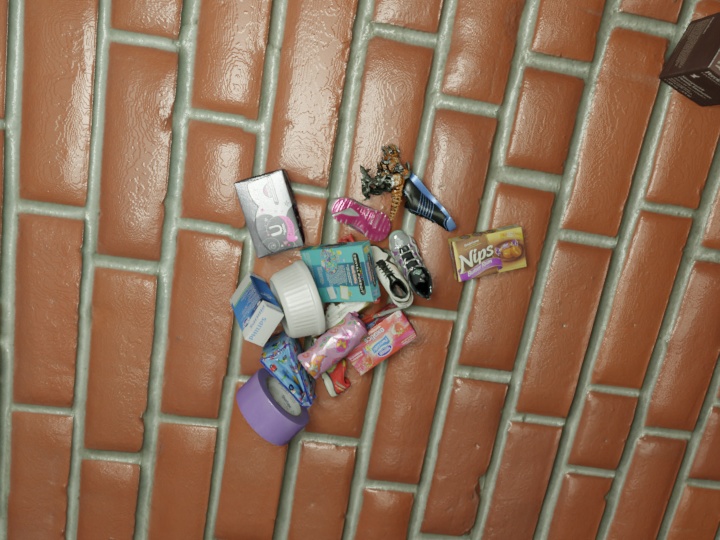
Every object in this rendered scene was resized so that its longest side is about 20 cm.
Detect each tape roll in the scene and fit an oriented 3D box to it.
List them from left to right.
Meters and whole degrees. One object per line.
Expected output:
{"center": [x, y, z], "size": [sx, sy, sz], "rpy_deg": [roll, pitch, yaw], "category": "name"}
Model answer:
{"center": [-0.238, 0.371, 1.441], "size": [0.085, 0.200, 0.200], "rpy_deg": [-42, 103, 7], "category": "tape roll"}

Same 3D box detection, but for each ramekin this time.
{"center": [-0.168, 0.083, 1.372], "size": [0.093, 0.202, 0.204], "rpy_deg": [-19, 104, -16], "category": "ramekin"}

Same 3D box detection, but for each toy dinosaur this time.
{"center": [0.067, -0.234, 1.360], "size": [0.134, 0.202, 0.103], "rpy_deg": [-5, 142, 0], "category": "toy dinosaur"}

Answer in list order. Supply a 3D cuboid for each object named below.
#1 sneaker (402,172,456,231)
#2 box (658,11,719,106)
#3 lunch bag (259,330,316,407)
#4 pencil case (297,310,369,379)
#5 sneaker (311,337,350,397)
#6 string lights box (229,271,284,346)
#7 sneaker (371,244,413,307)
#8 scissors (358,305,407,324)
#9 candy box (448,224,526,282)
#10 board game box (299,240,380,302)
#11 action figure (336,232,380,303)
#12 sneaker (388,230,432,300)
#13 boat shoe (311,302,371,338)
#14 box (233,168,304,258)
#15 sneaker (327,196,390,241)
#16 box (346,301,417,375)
{"center": [0.172, -0.170, 1.421], "size": [0.078, 0.070, 0.200], "rpy_deg": [-42, 96, 8], "category": "sneaker"}
{"center": [0.915, -0.534, 1.328], "size": [0.165, 0.200, 0.165], "rpy_deg": [27, 100, -10], "category": "box"}
{"center": [-0.183, 0.278, 1.449], "size": [0.093, 0.151, 0.201], "rpy_deg": [-29, 104, 3], "category": "lunch bag"}
{"center": [-0.070, 0.196, 1.394], "size": [0.200, 0.087, 0.088], "rpy_deg": [-41, 103, 0], "category": "pencil case"}
{"center": [-0.082, 0.264, 1.498], "size": [0.084, 0.077, 0.202], "rpy_deg": [-23, 118, -6], "category": "sneaker"}
{"center": [-0.275, 0.096, 1.372], "size": [0.059, 0.200, 0.103], "rpy_deg": [29, 101, -35], "category": "string lights box"}
{"center": [0.077, 0.007, 1.419], "size": [0.073, 0.080, 0.201], "rpy_deg": [-37, 77, -3], "category": "sneaker"}
{"center": [0.041, 0.122, 1.453], "size": [0.199, 0.073, 0.014], "rpy_deg": [-30, 113, 18], "category": "scissors"}
{"center": [0.353, -0.050, 1.467], "size": [0.198, 0.056, 0.118], "rpy_deg": [-12, 104, -3], "category": "candy box"}
{"center": [-0.055, 0.006, 1.398], "size": [0.198, 0.047, 0.153], "rpy_deg": [-3, 107, 32], "category": "board game box"}
{"center": [0.000, 0.000, 1.430], "size": [0.052, 0.065, 0.201], "rpy_deg": [-33, 95, -30], "category": "action figure"}
{"center": [0.145, -0.012, 1.414], "size": [0.077, 0.140, 0.201], "rpy_deg": [-30, 104, 2], "category": "sneaker"}
{"center": [-0.063, 0.119, 1.471], "size": [0.199, 0.071, 0.070], "rpy_deg": [-34, 77, 11], "category": "boat shoe"}
{"center": [-0.230, -0.150, 1.365], "size": [0.131, 0.115, 0.202], "rpy_deg": [-16, 104, -1], "category": "box"}
{"center": [-0.004, -0.147, 1.405], "size": [0.199, 0.088, 0.082], "rpy_deg": [28, 98, -33], "category": "sneaker"}
{"center": [0.049, 0.187, 1.476], "size": [0.199, 0.096, 0.100], "rpy_deg": [-34, 104, 3], "category": "box"}
